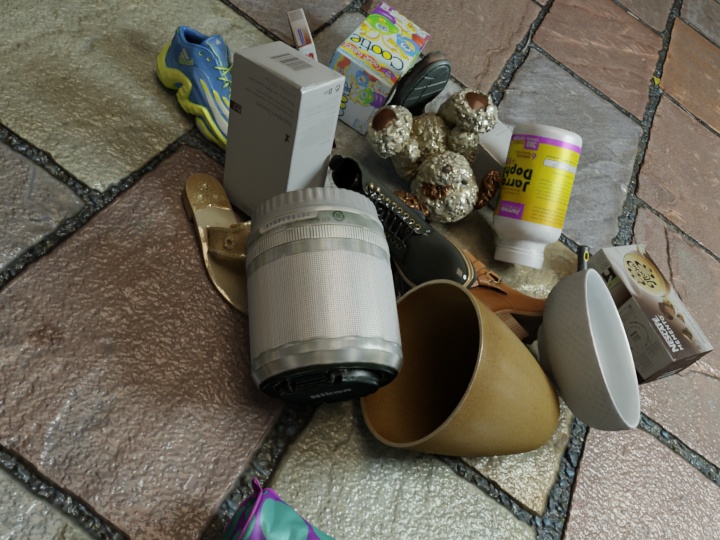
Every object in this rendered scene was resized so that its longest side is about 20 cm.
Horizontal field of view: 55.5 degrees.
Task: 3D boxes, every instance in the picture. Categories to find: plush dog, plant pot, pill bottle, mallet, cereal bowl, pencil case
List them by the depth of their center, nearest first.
[{"bbox_3d":[-0.032,0.277,0.624,0.199,0.085,0.093,30,62,-7],"label":"pencil case"},{"bbox_3d":[0.133,0.136,0.782,0.199,0.186,0.188,28,44,-31],"label":"plant pot"},{"bbox_3d":[0.279,0.104,0.861,0.200,0.083,0.202,35,46,-46],"label":"cereal bowl"},{"bbox_3d":[0.306,0.065,0.967,0.065,0.041,0.202,1,83,-27],"label":"mallet"},{"bbox_3d":[0.256,-0.108,1.017,0.103,0.104,0.202,9,95,-24],"label":"pill bottle"},{"bbox_3d":[0.114,-0.154,1.032,0.198,0.161,0.173,-12,74,-5],"label":"plush dog"}]

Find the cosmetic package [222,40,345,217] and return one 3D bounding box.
[{"bbox_3d":[-0.098,-0.157,0.829,0.112,0.201,0.081,33,40,25],"label":"cosmetic package"}]

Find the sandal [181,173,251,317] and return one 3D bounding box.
[{"bbox_3d":[-0.151,-0.044,0.813,0.077,0.070,0.213,-15,65,-37],"label":"sandal"}]

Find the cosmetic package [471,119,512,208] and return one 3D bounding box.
[{"bbox_3d":[0.223,-0.181,1.139,0.200,0.074,0.101,50,47,9],"label":"cosmetic package"}]

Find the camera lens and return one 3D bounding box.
[{"bbox_3d":[-0.042,0.033,0.735,0.159,0.160,0.202,5,66,-27],"label":"camera lens"}]

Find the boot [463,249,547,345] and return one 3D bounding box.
[{"bbox_3d":[0.193,0.032,0.952,0.155,0.074,0.199,48,34,21],"label":"boot"}]

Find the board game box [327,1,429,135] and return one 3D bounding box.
[{"bbox_3d":[0.020,-0.331,1.112,0.103,0.105,0.201,33,46,-4],"label":"board game box"}]

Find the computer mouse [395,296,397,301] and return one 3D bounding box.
[{"bbox_3d":[0.000,0.000,0.886,0.109,0.044,0.201,-11,62,-37],"label":"computer mouse"}]

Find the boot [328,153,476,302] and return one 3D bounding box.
[{"bbox_3d":[0.041,-0.051,0.817,0.200,0.078,0.138,41,0,43],"label":"boot"}]

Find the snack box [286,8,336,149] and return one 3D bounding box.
[{"bbox_3d":[-0.065,-0.258,0.951,0.024,0.201,0.072,-17,60,-2],"label":"snack box"}]

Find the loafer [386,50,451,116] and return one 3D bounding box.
[{"bbox_3d":[0.076,-0.274,1.036,0.071,0.200,0.063,-18,77,-19],"label":"loafer"}]

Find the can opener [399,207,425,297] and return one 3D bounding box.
[{"bbox_3d":[0.063,-0.011,0.921,0.078,0.064,0.201,-11,49,6],"label":"can opener"}]

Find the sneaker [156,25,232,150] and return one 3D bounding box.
[{"bbox_3d":[-0.195,-0.247,0.920,0.200,0.105,0.076,42,46,6],"label":"sneaker"}]

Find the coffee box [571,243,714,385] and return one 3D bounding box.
[{"bbox_3d":[0.435,0.065,1.065,0.112,0.080,0.201,-5,59,-34],"label":"coffee box"}]
